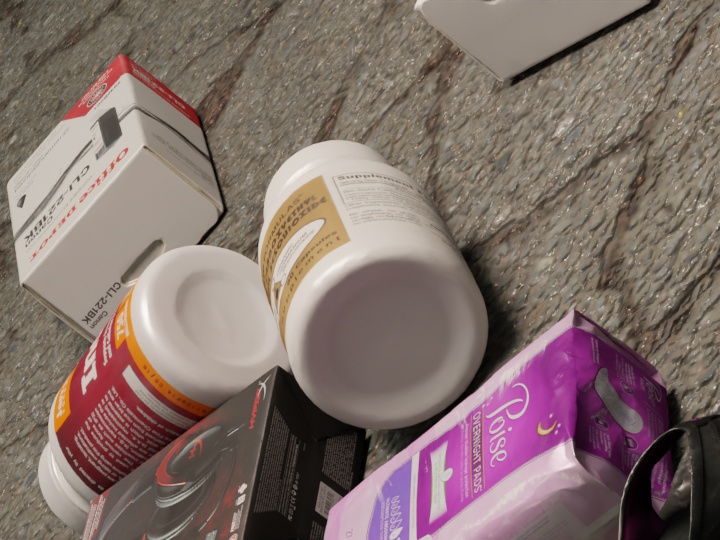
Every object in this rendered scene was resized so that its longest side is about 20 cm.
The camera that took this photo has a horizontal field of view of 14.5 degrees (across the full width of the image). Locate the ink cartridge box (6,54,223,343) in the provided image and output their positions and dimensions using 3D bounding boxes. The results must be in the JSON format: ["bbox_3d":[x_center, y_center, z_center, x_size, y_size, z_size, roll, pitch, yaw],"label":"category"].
[{"bbox_3d":[-0.187,-0.055,2.129,0.144,0.084,0.200,-47,24,11],"label":"ink cartridge box"}]

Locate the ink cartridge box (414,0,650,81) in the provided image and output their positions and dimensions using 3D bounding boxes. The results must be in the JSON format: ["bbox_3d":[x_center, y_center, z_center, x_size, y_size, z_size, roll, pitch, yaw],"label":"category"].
[{"bbox_3d":[0.131,-0.235,1.772,0.144,0.084,0.201,-27,33,48],"label":"ink cartridge box"}]

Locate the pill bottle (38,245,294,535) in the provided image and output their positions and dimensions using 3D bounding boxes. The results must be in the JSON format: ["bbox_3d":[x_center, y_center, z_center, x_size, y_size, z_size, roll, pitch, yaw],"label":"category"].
[{"bbox_3d":[-0.124,0.083,1.746,0.200,0.112,0.113,-51,18,44],"label":"pill bottle"}]

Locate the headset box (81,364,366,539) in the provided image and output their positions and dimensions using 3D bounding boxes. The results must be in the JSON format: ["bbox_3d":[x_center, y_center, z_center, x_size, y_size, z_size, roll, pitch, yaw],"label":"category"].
[{"bbox_3d":[-0.095,0.170,1.637,0.200,0.075,0.149,-36,28,35],"label":"headset box"}]

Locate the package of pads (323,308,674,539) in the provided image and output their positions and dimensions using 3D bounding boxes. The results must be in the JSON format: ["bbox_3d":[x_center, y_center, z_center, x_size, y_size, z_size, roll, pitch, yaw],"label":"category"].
[{"bbox_3d":[0.062,0.124,1.400,0.200,0.076,0.121,-40,28,29],"label":"package of pads"}]

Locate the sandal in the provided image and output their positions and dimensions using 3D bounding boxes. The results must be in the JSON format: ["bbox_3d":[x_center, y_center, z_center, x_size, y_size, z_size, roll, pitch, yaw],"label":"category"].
[{"bbox_3d":[0.143,0.116,1.270,0.075,0.048,0.201,-11,38,48],"label":"sandal"}]

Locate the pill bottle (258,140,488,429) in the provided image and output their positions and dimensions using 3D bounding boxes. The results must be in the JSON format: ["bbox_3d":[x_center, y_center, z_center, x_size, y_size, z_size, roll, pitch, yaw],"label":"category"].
[{"bbox_3d":[0.000,0.000,1.648,0.114,0.114,0.200,-48,23,11],"label":"pill bottle"}]
